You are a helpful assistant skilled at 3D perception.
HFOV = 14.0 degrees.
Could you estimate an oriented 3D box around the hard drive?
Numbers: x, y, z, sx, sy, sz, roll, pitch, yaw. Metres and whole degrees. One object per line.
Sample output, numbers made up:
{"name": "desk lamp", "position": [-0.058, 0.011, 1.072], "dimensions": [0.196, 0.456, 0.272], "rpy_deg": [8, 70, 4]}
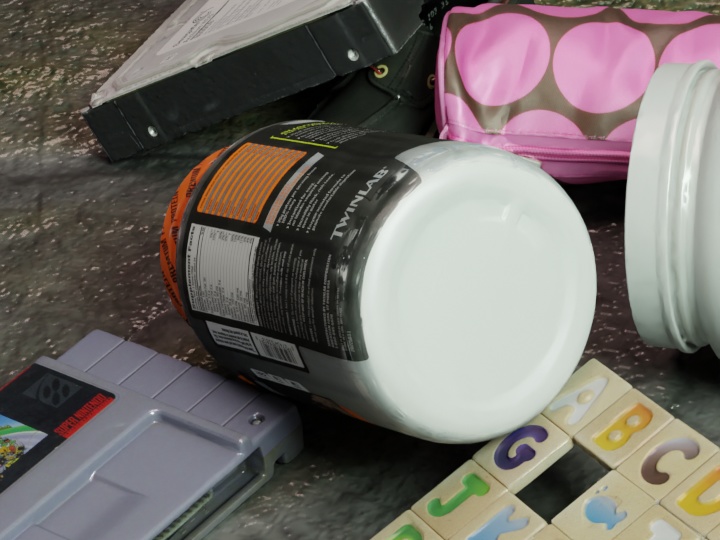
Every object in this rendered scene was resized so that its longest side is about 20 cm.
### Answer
{"name": "hard drive", "position": [-0.035, -0.129, 1.482], "dimensions": [0.199, 0.038, 0.140], "rpy_deg": [-18, 22, 40]}

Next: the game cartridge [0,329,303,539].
{"name": "game cartridge", "position": [-0.135, 0.100, 1.251], "dimensions": [0.129, 0.039, 0.200], "rpy_deg": [22, 45, 32]}

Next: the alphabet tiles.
{"name": "alphabet tiles", "position": [0.076, 0.121, 1.121], "dimensions": [0.167, 0.008, 0.200], "rpy_deg": [-38, 32, -10]}

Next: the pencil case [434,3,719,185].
{"name": "pencil case", "position": [0.134, -0.076, 1.392], "dimensions": [0.198, 0.091, 0.094], "rpy_deg": [1, 31, 12]}

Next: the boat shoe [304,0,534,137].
{"name": "boat shoe", "position": [0.016, -0.094, 1.461], "dimensions": [0.073, 0.063, 0.201], "rpy_deg": [6, 35, 46]}

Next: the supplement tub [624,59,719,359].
{"name": "supplement tub", "position": [0.222, -0.022, 1.237], "dimensions": [0.199, 0.146, 0.146], "rpy_deg": [4, 36, 19]}

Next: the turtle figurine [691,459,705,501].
{"name": "turtle figurine", "position": [0.210, 0.098, 1.126], "dimensions": [0.160, 0.064, 0.201], "rpy_deg": [-6, 64, 16]}

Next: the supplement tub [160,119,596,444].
{"name": "supplement tub", "position": [0.000, 0.000, 1.255], "dimensions": [0.122, 0.123, 0.200], "rpy_deg": [-27, 19, -24]}
